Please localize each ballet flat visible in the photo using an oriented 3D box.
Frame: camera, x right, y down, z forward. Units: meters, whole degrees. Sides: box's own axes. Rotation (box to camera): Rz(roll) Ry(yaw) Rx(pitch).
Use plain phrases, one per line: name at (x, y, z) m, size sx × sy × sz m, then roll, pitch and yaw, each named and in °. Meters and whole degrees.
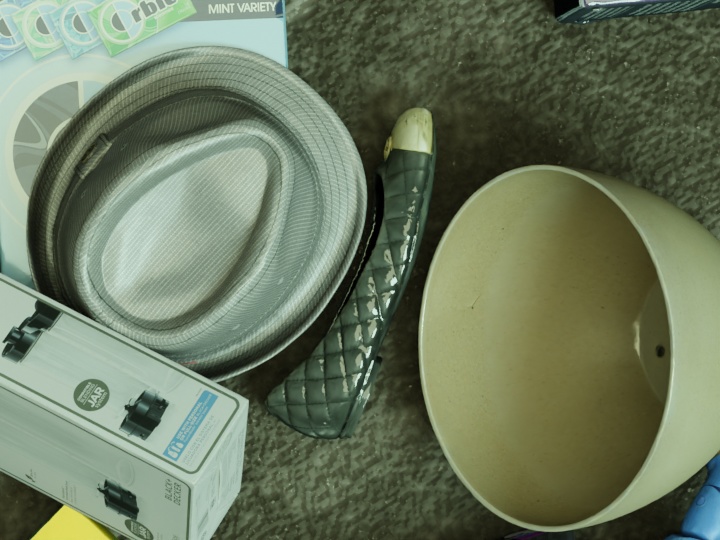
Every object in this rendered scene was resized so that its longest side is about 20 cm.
ballet flat at (0.000, 0.000, 1.577) m, size 0.057 × 0.066 × 0.200 m, roll 19°, pitch 89°, yaw -1°

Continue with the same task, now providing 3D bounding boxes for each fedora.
fedora at (-0.090, -0.028, 1.512) m, size 0.200 × 0.090 × 0.177 m, roll -41°, pitch 94°, yaw -3°

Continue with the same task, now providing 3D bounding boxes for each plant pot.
plant pot at (0.147, 0.042, 1.545) m, size 0.134 × 0.200 × 0.200 m, roll 0°, pitch 91°, yaw -41°

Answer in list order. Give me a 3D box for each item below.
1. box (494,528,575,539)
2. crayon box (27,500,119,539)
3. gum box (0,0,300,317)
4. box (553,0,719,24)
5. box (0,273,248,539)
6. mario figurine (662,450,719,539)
box at (0.048, 0.241, 1.574) m, size 0.200 × 0.036 × 0.143 m, roll -17°, pitch 93°, yaw -20°
crayon box at (-0.173, 0.259, 1.571) m, size 0.173 × 0.058 × 0.200 m, roll 44°, pitch 86°, yaw -4°
gum box at (-0.124, -0.069, 1.577) m, size 0.170 × 0.045 × 0.200 m, roll -3°, pitch 91°, yaw -5°
box at (0.206, -0.225, 1.571) m, size 0.200 × 0.104 × 0.148 m, roll -7°, pitch 91°, yaw -4°
box at (-0.164, 0.074, 1.512) m, size 0.200 × 0.117 × 0.060 m, roll 26°, pitch 61°, yaw 11°
mario figurine at (0.168, 0.184, 1.576) m, size 0.123 × 0.106 × 0.200 m, roll 36°, pitch 67°, yaw 7°
